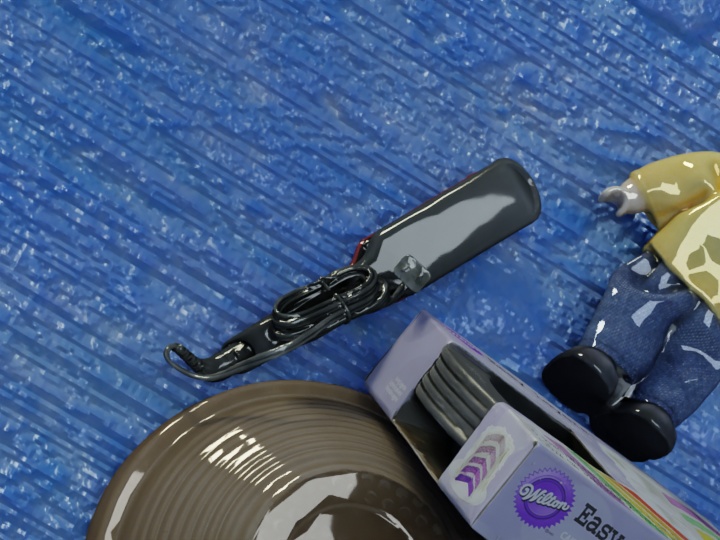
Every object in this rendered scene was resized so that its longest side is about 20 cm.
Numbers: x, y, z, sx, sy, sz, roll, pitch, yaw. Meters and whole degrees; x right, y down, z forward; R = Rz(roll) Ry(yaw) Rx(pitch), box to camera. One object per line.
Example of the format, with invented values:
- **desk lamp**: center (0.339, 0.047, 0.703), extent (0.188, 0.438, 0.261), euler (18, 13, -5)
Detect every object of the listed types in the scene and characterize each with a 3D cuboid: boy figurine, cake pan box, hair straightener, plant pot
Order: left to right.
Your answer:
- **plant pot**: center (-0.019, 0.142, 1.247), extent (0.200, 0.093, 0.202), euler (4, 77, -17)
- **hair straightener**: center (0.000, 0.000, 1.293), extent (0.200, 0.077, 0.041), euler (-25, 89, -22)
- **cake pan box**: center (0.101, 0.109, 1.230), extent (0.200, 0.184, 0.052), euler (37, 93, -20)
- **boy figurine**: center (0.170, -0.007, 1.362), extent (0.124, 0.064, 0.200), euler (41, 68, -6)
